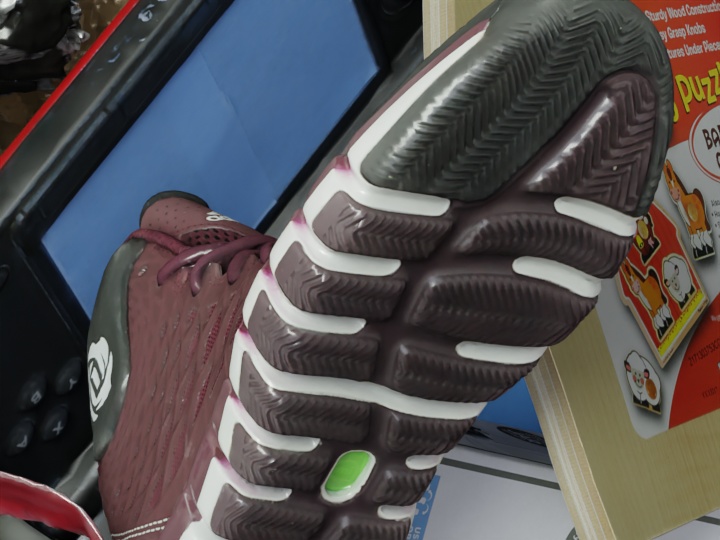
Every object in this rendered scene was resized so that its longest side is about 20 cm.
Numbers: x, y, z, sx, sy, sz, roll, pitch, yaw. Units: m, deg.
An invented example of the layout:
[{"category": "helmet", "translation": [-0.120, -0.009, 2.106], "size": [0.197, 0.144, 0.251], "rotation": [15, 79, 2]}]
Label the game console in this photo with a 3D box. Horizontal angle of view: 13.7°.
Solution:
[{"category": "game console", "translation": [0.000, 0.000, 0.778], "size": [0.119, 0.172, 0.200], "rotation": [31, 74, 24]}]

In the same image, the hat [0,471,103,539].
[{"category": "hat", "translation": [-0.200, 0.010, 0.664], "size": [0.200, 0.176, 0.166], "rotation": [-11, 91, -41]}]

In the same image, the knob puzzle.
[{"category": "knob puzzle", "translation": [0.064, -0.037, 0.772], "size": [0.030, 0.220, 0.220], "rotation": [-19, 93, 33]}]

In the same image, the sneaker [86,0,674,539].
[{"category": "sneaker", "translation": [-0.014, -0.003, 0.676], "size": [0.076, 0.116, 0.200], "rotation": [15, 119, -35]}]

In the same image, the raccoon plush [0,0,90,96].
[{"category": "raccoon plush", "translation": [-0.139, -0.115, 0.714], "size": [0.200, 0.097, 0.134], "rotation": [3, 83, -34]}]

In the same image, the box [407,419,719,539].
[{"category": "box", "translation": [0.056, 0.105, 0.779], "size": [0.200, 0.060, 0.117], "rotation": [16, 92, -30]}]

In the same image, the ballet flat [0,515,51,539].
[{"category": "ballet flat", "translation": [-0.109, 0.045, 0.825], "size": [0.072, 0.072, 0.200], "rotation": [-13, 94, 1]}]
